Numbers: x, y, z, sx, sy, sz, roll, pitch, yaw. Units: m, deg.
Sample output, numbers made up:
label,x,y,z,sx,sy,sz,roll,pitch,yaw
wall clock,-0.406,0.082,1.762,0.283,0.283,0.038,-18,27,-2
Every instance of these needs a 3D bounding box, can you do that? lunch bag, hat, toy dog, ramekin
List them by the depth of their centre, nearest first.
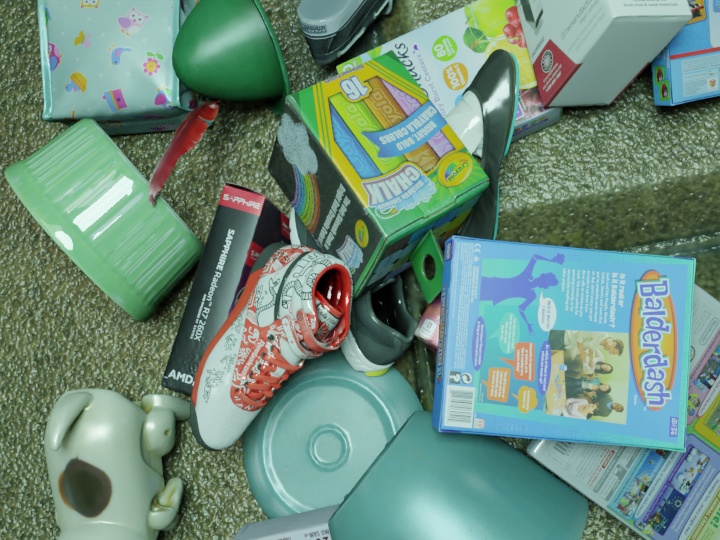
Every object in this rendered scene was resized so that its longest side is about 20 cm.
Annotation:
label,x,y,z,sx,sy,sz,roll,pitch,yaw
toy dog,-0.234,0.221,0.773,0.137,0.194,0.203,-1,73,-3
hat,-0.178,-0.196,0.809,0.174,0.200,0.167,-28,113,-12
ramekin,-0.247,-0.055,0.819,0.098,0.200,0.200,-42,76,-7
lunch bag,-0.254,-0.258,0.891,0.167,0.122,0.204,-3,85,10

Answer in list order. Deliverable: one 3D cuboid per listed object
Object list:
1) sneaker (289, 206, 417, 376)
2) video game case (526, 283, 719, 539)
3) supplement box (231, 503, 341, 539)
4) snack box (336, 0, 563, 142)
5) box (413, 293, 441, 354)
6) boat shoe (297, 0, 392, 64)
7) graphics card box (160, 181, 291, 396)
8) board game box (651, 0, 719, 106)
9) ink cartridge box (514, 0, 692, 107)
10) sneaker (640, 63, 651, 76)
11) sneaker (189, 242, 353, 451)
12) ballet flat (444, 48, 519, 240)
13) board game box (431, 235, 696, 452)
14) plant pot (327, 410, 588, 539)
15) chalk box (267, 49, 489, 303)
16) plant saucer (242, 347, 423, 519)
label,x,y,z,sx,sy,sz,roll,pitch,yaw
sneaker,0.000,0.000,0.811,0.084,0.074,0.202,-33,81,48
video game case,0.267,0.123,0.692,0.181,0.022,0.201,35,85,-2
supplement box,-0.046,0.335,0.763,0.107,0.061,0.203,-14,90,7
snack box,0.092,-0.185,0.850,0.198,0.053,0.144,-23,77,6
box,0.158,0.075,0.769,0.198,0.100,0.096,31,85,13
boat shoe,0.005,-0.300,0.878,0.073,0.068,0.201,17,59,23
graphics card box,-0.127,0.028,0.815,0.050,0.125,0.203,16,83,11
board game box,0.343,-0.270,0.769,0.149,0.037,0.203,-12,104,-10
ink cartridge box,0.211,-0.279,0.768,0.082,0.147,0.203,-5,71,-15
sneaker,0.310,-0.301,0.824,0.081,0.074,0.201,35,86,17
sneaker,-0.076,0.073,0.722,0.107,0.067,0.204,11,73,47
ballet flat,0.106,-0.107,0.778,0.067,0.068,0.203,-7,117,-18
board game box,0.162,0.058,0.654,0.196,0.045,0.155,6,86,-2
plant pot,0.069,0.220,0.701,0.160,0.201,0.201,39,88,9
chalk box,0.025,-0.068,0.735,0.123,0.125,0.201,-29,77,-25
plant saucer,-0.029,0.177,0.818,0.197,0.036,0.204,-2,80,9
